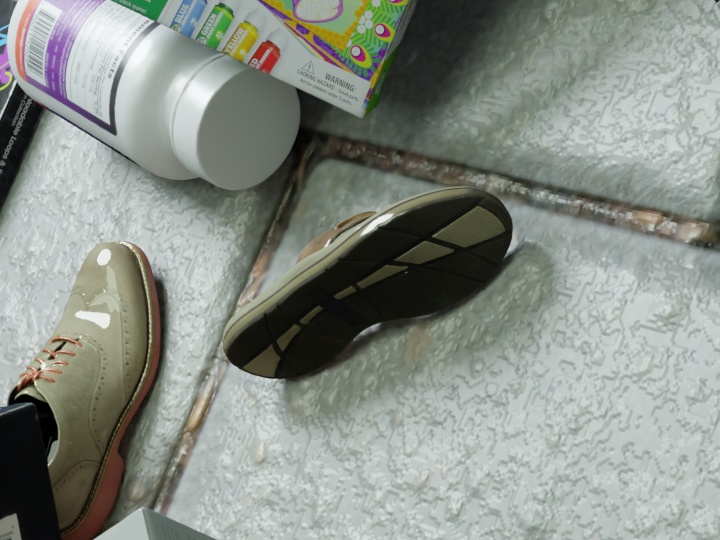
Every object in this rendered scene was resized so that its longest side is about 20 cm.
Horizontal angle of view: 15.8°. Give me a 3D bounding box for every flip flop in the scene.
[{"bbox_3d":[0.000,0.000,1.532,0.200,0.081,0.058,-32,38,30],"label":"flip flop"}]

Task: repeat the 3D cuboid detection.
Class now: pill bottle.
[{"bbox_3d":[-0.130,-0.125,1.665,0.200,0.111,0.112,31,90,43],"label":"pill bottle"}]

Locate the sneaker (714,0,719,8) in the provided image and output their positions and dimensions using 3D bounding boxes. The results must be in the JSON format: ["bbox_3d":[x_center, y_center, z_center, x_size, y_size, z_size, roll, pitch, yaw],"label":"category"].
[{"bbox_3d":[0.201,-0.205,1.437,0.075,0.081,0.200,-39,81,10],"label":"sneaker"}]

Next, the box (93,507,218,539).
[{"bbox_3d":[-0.090,0.224,1.400,0.124,0.200,0.098,-34,51,21],"label":"box"}]

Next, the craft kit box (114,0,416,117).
[{"bbox_3d":[-0.047,-0.221,1.531,0.199,0.049,0.198,25,109,7],"label":"craft kit box"}]

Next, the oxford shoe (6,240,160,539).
[{"bbox_3d":[-0.179,0.068,1.635,0.070,0.075,0.201,-7,65,37],"label":"oxford shoe"}]

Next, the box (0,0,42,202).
[{"bbox_3d":[-0.292,-0.102,1.838,0.143,0.036,0.201,17,81,42],"label":"box"}]

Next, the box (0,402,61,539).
[{"bbox_3d":[-0.288,0.193,1.577,0.198,0.123,0.201,-5,98,39],"label":"box"}]
